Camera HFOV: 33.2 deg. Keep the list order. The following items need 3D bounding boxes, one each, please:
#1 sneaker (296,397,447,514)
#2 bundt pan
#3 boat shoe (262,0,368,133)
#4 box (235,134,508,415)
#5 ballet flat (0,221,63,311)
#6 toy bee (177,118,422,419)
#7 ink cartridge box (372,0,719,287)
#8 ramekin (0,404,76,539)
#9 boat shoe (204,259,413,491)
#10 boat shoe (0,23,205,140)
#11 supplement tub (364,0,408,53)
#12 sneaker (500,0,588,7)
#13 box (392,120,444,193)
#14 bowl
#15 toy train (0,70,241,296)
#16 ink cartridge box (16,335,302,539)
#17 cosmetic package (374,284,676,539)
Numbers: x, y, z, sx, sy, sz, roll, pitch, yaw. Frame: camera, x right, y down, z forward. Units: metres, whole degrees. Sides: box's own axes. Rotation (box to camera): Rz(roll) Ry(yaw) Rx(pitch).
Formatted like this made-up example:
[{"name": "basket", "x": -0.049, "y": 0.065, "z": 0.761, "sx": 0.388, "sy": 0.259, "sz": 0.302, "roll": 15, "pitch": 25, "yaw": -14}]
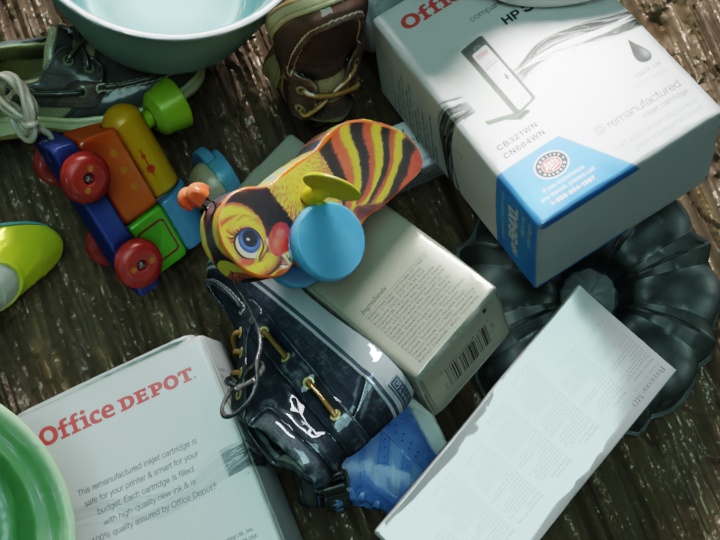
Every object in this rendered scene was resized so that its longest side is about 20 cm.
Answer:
[{"name": "sneaker", "x": 0.017, "y": 0.153, "z": 0.817, "sx": 0.110, "sy": 0.077, "sz": 0.202, "roll": -25, "pitch": 77, "yaw": -9}, {"name": "bundt pan", "x": 0.161, "y": 0.018, "z": 0.842, "sx": 0.198, "sy": 0.076, "sz": 0.206, "roll": 0, "pitch": 80, "yaw": 0}, {"name": "boat shoe", "x": -0.023, "y": -0.135, "z": 0.808, "sx": 0.071, "sy": 0.200, "sz": 0.073, "roll": -23, "pitch": 87, "yaw": -13}, {"name": "box", "x": 0.000, "y": 0.000, "z": 0.813, "sx": 0.082, "sy": 0.069, "sz": 0.199, "roll": -45, "pitch": 60, "yaw": -9}, {"name": "ballet flat", "x": -0.297, "y": 0.021, "z": 0.829, "sx": 0.197, "sy": 0.067, "sz": 0.067, "roll": -13, "pitch": 47, "yaw": -20}, {"name": "toy bee", "x": -0.049, "y": -0.031, "z": 0.728, "sx": 0.109, "sy": 0.130, "sz": 0.201, "roll": 44, "pitch": 47, "yaw": -17}, {"name": "ink cartridge box", "x": 0.118, "y": -0.115, "z": 0.805, "sx": 0.145, "sy": 0.085, "sz": 0.201, "roll": -31, "pitch": 63, "yaw": -9}, {"name": "ramekin", "x": -0.277, "y": 0.167, "z": 0.720, "sx": 0.197, "sy": 0.097, "sz": 0.204, "roll": 4, "pitch": 81, "yaw": -26}, {"name": "boat shoe", "x": -0.062, "y": 0.058, "z": 0.794, "sx": 0.091, "sy": 0.071, "sz": 0.199, "roll": -44, "pitch": 47, "yaw": -15}, {"name": "boat shoe", "x": -0.213, "y": -0.141, "z": 0.867, "sx": 0.197, "sy": 0.067, "sz": 0.072, "roll": -10, "pitch": 45, "yaw": 1}, {"name": "supplement tub", "x": 0.058, "y": -0.256, "z": 0.866, "sx": 0.199, "sy": 0.123, "sz": 0.123, "roll": -34, "pitch": 82, "yaw": -6}, {"name": "sneaker", "x": 0.078, "y": -0.226, "z": 0.748, "sx": 0.197, "sy": 0.099, "sz": 0.072, "roll": 19, "pitch": 80, "yaw": 3}, {"name": "box", "x": 0.078, "y": -0.102, "z": 0.880, "sx": 0.197, "sy": 0.039, "sz": 0.042, "roll": -22, "pitch": 78, "yaw": -3}, {"name": "bowl", "x": -0.134, "y": -0.217, "z": 0.824, "sx": 0.197, "sy": 0.105, "sz": 0.204, "roll": 4, "pitch": 68, "yaw": -9}, {"name": "toy train", "x": -0.166, "y": -0.095, "z": 0.825, "sx": 0.115, "sy": 0.084, "sz": 0.202, "roll": -37, "pitch": 118, "yaw": -17}, {"name": "ink cartridge box", "x": -0.125, "y": 0.164, "z": 0.809, "sx": 0.144, "sy": 0.084, "sz": 0.203, "roll": -23, "pitch": 81, "yaw": 3}, {"name": "cosmetic package", "x": 0.102, "y": 0.114, "z": 0.760, "sx": 0.082, "sy": 0.051, "sz": 0.200, "roll": 40, "pitch": 82, "yaw": 8}]
